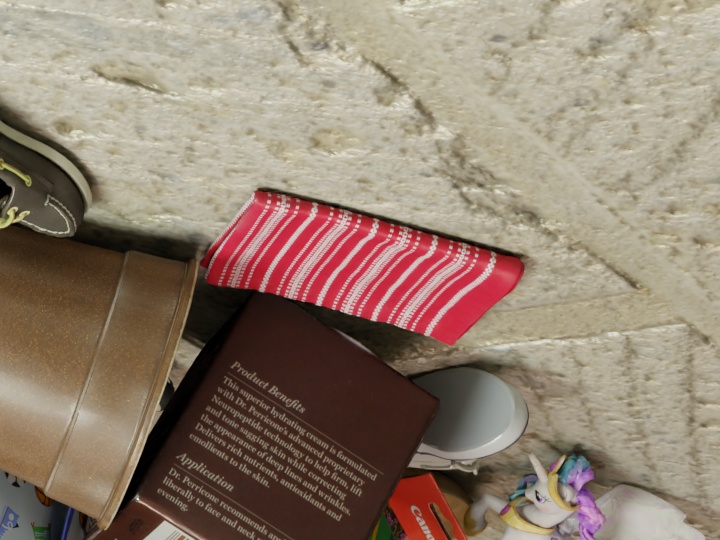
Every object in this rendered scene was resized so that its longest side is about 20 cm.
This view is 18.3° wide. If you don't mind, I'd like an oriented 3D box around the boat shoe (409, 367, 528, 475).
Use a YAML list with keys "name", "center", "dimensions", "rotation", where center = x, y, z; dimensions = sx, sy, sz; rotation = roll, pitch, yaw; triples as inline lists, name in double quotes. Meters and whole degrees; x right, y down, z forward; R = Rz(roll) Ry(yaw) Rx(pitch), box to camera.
- name: "boat shoe"
  center: [0.071, 0.130, 1.765]
  dimensions: [0.086, 0.075, 0.201]
  rotation: [28, 153, -37]

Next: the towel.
- name: "towel"
  center: [0.000, 0.000, 1.554]
  dimensions: [0.199, 0.023, 0.145]
  rotation: [15, 155, -15]

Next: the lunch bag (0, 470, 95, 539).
- name: "lunch bag"
  center: [-0.269, 0.175, 1.686]
  dimensions: [0.123, 0.171, 0.200]
  rotation: [-21, 135, 31]

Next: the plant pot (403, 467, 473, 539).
- name: "plant pot"
  center: [0.010, 0.203, 2.015]
  dimensions: [0.199, 0.028, 0.200]
  rotation: [7, 158, 3]

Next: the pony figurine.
- name: "pony figurine"
  center: [0.175, 0.247, 1.916]
  dimensions: [0.193, 0.167, 0.200]
  rotation: [39, 136, -8]

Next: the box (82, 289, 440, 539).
- name: "box"
  center: [-0.075, 0.154, 1.651]
  dimensions: [0.166, 0.200, 0.164]
  rotation: [34, 151, -6]

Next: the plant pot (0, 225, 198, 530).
- name: "plant pot"
  center: [-0.238, 0.056, 1.562]
  dimensions: [0.197, 0.201, 0.200]
  rotation: [19, 155, -8]

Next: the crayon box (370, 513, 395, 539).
- name: "crayon box"
  center: [-0.053, 0.187, 1.832]
  dimensions: [0.125, 0.200, 0.052]
  rotation: [8, 124, -27]

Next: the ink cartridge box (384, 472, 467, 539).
- name: "ink cartridge box"
  center: [0.003, 0.244, 1.943]
  dimensions: [0.200, 0.050, 0.109]
  rotation: [-16, 108, 45]

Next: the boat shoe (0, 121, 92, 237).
- name: "boat shoe"
  center: [-0.243, -0.063, 1.435]
  dimensions: [0.071, 0.061, 0.201]
  rotation: [-5, 154, 28]

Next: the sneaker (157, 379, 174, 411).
- name: "sneaker"
  center: [-0.249, 0.098, 1.789]
  dimensions: [0.199, 0.080, 0.074]
  rotation: [8, 155, -4]
